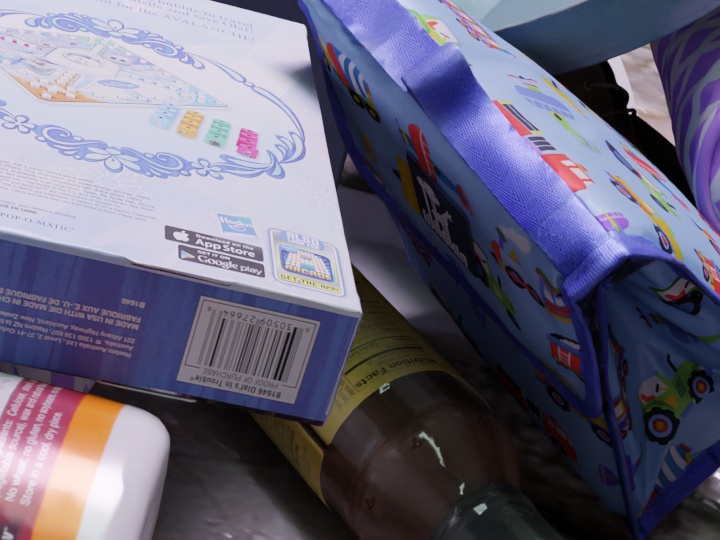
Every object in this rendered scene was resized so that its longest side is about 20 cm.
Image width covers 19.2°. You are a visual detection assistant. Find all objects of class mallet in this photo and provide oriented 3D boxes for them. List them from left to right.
[{"bbox_3d":[0.164,-0.067,1.011,0.066,0.041,0.200,40,36,6],"label":"mallet"}]

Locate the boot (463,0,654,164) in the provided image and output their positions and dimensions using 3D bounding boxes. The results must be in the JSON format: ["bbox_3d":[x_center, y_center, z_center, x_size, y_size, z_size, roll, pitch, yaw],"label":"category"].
[{"bbox_3d":[0.097,-0.054,0.900,0.199,0.076,0.074,34,4,13],"label":"boot"}]

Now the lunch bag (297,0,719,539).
[{"bbox_3d":[0.060,-0.021,0.701,0.151,0.094,0.200,52,1,32],"label":"lunch bag"}]

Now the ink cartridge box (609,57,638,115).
[{"bbox_3d":[0.064,-0.088,1.019,0.160,0.050,0.200,-3,31,-32],"label":"ink cartridge box"}]

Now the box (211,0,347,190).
[{"bbox_3d":[-0.042,-0.150,0.881,0.103,0.202,0.182,12,17,-8],"label":"box"}]

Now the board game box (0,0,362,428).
[{"bbox_3d":[-0.107,-0.041,0.626,0.198,0.044,0.200,13,27,-13],"label":"board game box"}]

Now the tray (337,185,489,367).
[{"bbox_3d":[0.000,0.000,0.849,0.198,0.022,0.108,13,28,-5],"label":"tray"}]

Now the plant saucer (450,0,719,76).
[{"bbox_3d":[0.102,-0.126,0.836,0.199,0.036,0.200,-25,20,10],"label":"plant saucer"}]

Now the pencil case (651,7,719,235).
[{"bbox_3d":[0.164,-0.082,0.860,0.083,0.086,0.201,8,30,-5],"label":"pencil case"}]

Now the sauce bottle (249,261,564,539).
[{"bbox_3d":[0.009,0.056,0.708,0.064,0.065,0.200,-4,35,-33],"label":"sauce bottle"}]

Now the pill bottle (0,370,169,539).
[{"bbox_3d":[-0.157,0.066,0.551,0.198,0.110,0.110,15,27,-1],"label":"pill bottle"}]

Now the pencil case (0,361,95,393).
[{"bbox_3d":[-0.112,-0.003,0.711,0.085,0.085,0.200,-11,24,25],"label":"pencil case"}]
